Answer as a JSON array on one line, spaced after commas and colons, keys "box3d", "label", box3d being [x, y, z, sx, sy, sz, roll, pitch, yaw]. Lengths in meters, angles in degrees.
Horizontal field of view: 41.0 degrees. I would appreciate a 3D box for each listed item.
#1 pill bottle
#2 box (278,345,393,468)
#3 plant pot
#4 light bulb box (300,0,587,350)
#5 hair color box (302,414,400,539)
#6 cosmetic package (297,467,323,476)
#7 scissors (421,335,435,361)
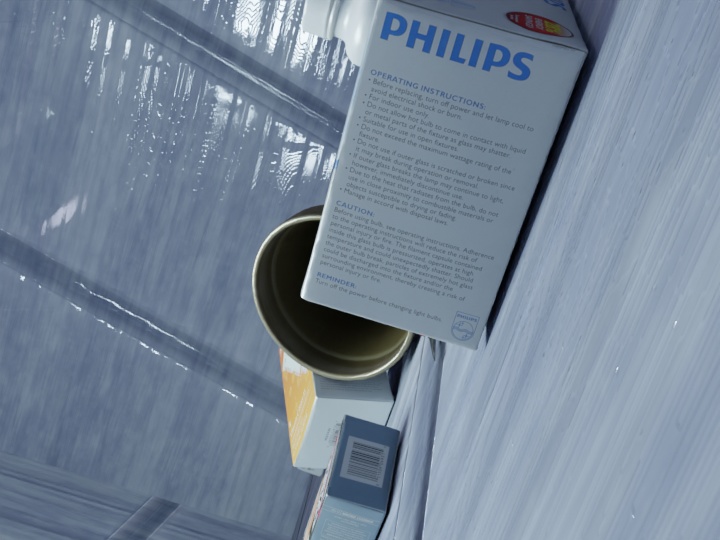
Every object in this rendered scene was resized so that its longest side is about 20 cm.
[{"box3d": [0.051, -0.230, 0.889, 0.112, 0.198, 0.113, -164, 90, -89], "label": "pill bottle"}, {"box3d": [-0.036, 0.129, 1.199, 0.201, 0.097, 0.125, -104, 25, -50], "label": "box"}, {"box3d": [0.000, 0.000, 1.119, 0.174, 0.199, 0.201, -45, -24, -57], "label": "plant pot"}, {"box3d": [0.054, -0.092, 0.650, 0.199, 0.124, 0.201, -75, 1, -63], "label": "light bulb box"}, {"box3d": [-0.018, 0.249, 0.955, 0.099, 0.060, 0.201, -75, 1, -50], "label": "hair color box"}, {"box3d": [-0.098, 0.410, 2.444, 0.102, 0.073, 0.201, -76, 4, -58], "label": "cosmetic package"}, {"box3d": [0.065, 0.056, 0.893, 0.200, 0.014, 0.074, -78, 7, -62], "label": "scissors"}]
